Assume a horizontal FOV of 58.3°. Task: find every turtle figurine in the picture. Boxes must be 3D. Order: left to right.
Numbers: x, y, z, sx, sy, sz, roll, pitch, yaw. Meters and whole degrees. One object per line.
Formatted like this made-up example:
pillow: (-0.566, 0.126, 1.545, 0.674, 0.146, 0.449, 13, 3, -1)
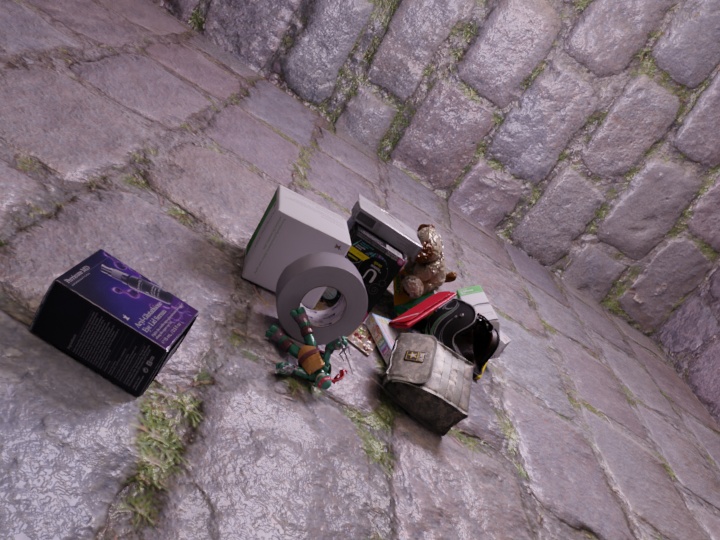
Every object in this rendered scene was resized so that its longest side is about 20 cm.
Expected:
turtle figurine: (-0.104, 0.173, 1.297, 0.149, 0.101, 0.200, -26, 52, -21)

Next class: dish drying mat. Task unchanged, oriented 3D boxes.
dish drying mat: (0.165, 0.100, 1.701, 0.199, 0.076, 0.018, -29, 106, -36)

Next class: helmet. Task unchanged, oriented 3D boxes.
helmet: (0.252, 0.191, 1.696, 0.199, 0.191, 0.200, 35, -7, 5)

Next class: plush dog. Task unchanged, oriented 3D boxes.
plush dog: (0.191, -0.038, 1.816, 0.159, 0.173, 0.201, -2, 34, 6)

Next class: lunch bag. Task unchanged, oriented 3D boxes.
lunch bag: (0.149, 0.243, 1.469, 0.199, 0.118, 0.164, 34, 37, -8)

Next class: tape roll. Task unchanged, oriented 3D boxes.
tape roll: (-0.086, 0.063, 1.410, 0.199, 0.201, 0.066, 27, 20, -24)

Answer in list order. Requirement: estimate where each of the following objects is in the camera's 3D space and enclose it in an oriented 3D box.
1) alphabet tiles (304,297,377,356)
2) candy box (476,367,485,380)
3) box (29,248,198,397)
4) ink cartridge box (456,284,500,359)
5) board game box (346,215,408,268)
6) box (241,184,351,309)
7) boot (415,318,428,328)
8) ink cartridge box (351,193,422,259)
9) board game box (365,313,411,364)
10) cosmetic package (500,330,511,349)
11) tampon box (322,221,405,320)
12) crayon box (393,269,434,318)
alphabet tiles: (-0.046, 0.133, 1.602, 0.199, 0.008, 0.167, 37, 20, 4)
candy box: (0.276, 0.214, 1.840, 0.199, 0.026, 0.103, 35, 57, -4)
box: (-0.385, 0.079, 1.027, 0.199, 0.105, 0.148, 34, 21, -8)
ink cartridge box: (0.360, 0.161, 1.983, 0.083, 0.147, 0.200, -10, 28, -2)
board game box: (0.031, -0.068, 1.832, 0.199, 0.041, 0.200, 38, -6, -2)
box: (-0.156, -0.057, 1.562, 0.199, 0.200, 0.172, 25, 22, -19)
boot: (0.235, 0.135, 1.950, 0.167, 0.077, 0.201, 27, 28, -13)
ink cartridge box: (0.066, -0.121, 1.725, 0.199, 0.044, 0.174, 32, 13, -11)
board game box: (0.102, 0.202, 1.638, 0.134, 0.034, 0.201, 23, 25, -37)
cosmetic package: (0.407, 0.187, 2.157, 0.200, 0.051, 0.082, 43, 22, 18)
tampon box: (0.000, 0.000, 1.678, 0.149, 0.201, 0.126, 32, 14, -9)
crayon box: (0.155, 0.059, 1.891, 0.118, 0.059, 0.201, -5, 35, 4)
